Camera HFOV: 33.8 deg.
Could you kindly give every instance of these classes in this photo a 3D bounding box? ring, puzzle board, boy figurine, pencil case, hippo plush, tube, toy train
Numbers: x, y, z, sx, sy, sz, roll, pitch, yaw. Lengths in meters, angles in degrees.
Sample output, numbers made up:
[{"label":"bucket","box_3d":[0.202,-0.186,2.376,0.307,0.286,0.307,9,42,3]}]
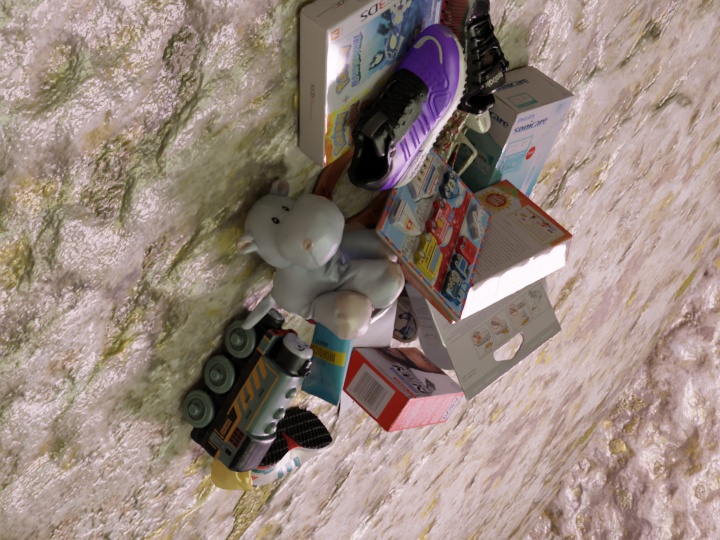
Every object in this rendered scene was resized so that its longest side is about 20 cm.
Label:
[{"label":"ring","box_3d":[0.011,-0.111,1.458,0.200,0.019,0.202,-40,154,-24]},{"label":"puzzle board","box_3d":[0.093,-0.057,1.403,0.017,0.151,0.201,-27,-154,35]},{"label":"boy figurine","box_3d":[-0.133,0.201,1.530,0.064,0.124,0.203,20,101,-21]},{"label":"pencil case","box_3d":[0.112,0.038,1.769,0.199,0.078,0.090,-29,149,-41]},{"label":"hippo plush","box_3d":[-0.055,-0.033,1.334,0.160,0.198,0.162,-56,135,-31]},{"label":"tube","box_3d":[-0.028,0.059,1.458,0.050,0.077,0.204,11,94,-34]},{"label":"toy train","box_3d":[-0.134,0.147,1.444,0.202,0.114,0.085,-58,155,15]}]

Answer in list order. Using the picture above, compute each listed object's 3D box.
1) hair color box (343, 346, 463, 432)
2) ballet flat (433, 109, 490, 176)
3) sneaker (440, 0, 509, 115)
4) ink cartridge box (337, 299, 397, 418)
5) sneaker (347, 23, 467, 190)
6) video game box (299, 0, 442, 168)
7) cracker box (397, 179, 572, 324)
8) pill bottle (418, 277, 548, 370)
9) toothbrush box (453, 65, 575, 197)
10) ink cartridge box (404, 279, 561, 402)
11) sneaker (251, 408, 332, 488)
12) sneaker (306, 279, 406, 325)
[{"label":"hair color box","box_3d":[0.060,0.166,1.696,0.064,0.111,0.199,-55,157,13]},{"label":"ballet flat","box_3d":[0.128,-0.177,1.516,0.202,0.063,0.076,-64,168,27]},{"label":"sneaker","box_3d":[0.130,-0.259,1.367,0.070,0.098,0.202,-35,150,-26]},{"label":"ink cartridge box","box_3d":[-0.007,0.115,1.704,0.109,0.050,0.201,-37,153,-29]},{"label":"sneaker","box_3d":[0.042,-0.165,1.267,0.099,0.069,0.202,-18,140,-48]},{"label":"video game box","box_3d":[0.012,-0.231,1.261,0.181,0.047,0.201,-36,152,-26]},{"label":"cracker box","box_3d":[0.151,-0.028,1.507,0.198,0.134,0.058,-24,141,-28]},{"label":"pill bottle","box_3d":[0.173,0.059,1.701,0.199,0.110,0.112,-34,151,-38]},{"label":"toothbrush box","box_3d":[0.189,-0.164,1.618,0.145,0.085,0.202,-22,141,-46]},{"label":"ink cartridge box","box_3d":[0.169,0.050,1.609,0.199,0.044,0.178,-32,108,-30]},{"label":"sneaker","box_3d":[-0.123,0.261,1.699,0.093,0.071,0.199,-43,164,28]},{"label":"sneaker","box_3d":[0.000,0.000,1.541,0.199,0.080,0.075,-41,126,-23]}]
